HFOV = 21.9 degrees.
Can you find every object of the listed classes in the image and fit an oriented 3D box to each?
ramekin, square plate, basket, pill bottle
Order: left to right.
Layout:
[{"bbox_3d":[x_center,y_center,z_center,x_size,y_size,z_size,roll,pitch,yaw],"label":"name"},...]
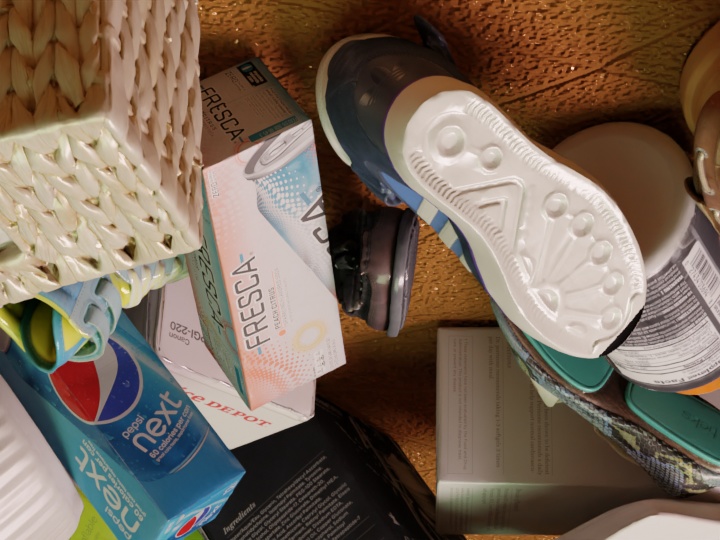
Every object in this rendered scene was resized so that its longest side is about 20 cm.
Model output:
[{"bbox_3d":[-0.258,0.113,1.150,0.105,0.200,0.201,-35,157,-15],"label":"ramekin"},{"bbox_3d":[-0.144,-0.103,0.806,0.122,0.202,0.136,-11,152,11],"label":"basket"},{"bbox_3d":[0.175,0.198,1.256,0.199,0.029,0.198,11,144,-46],"label":"square plate"},{"bbox_3d":[0.172,0.005,1.092,0.105,0.107,0.200,-10,151,22],"label":"pill bottle"}]

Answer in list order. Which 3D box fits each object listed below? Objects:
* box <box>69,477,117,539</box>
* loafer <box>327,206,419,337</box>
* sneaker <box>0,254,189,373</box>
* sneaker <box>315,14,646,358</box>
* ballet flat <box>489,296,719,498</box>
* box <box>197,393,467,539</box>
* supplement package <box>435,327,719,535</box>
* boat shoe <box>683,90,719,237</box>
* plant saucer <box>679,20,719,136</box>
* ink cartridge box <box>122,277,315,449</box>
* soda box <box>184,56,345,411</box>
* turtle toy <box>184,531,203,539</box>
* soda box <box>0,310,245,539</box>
[{"bbox_3d":[-0.242,0.179,1.379,0.048,0.199,0.123,-23,145,-58],"label":"box"},{"bbox_3d":[0.000,0.000,1.084,0.062,0.073,0.200,8,177,1],"label":"loafer"},{"bbox_3d":[-0.137,0.007,1.088,0.199,0.132,0.079,14,150,-25],"label":"sneaker"},{"bbox_3d":[0.056,-0.048,0.979,0.081,0.146,0.200,-47,122,-1],"label":"sneaker"},{"bbox_3d":[0.154,0.078,1.197,0.200,0.074,0.074,40,150,4],"label":"ballet flat"},{"bbox_3d":[-0.005,0.208,1.349,0.124,0.197,0.200,-43,149,6],"label":"box"},{"bbox_3d":[0.151,0.114,1.294,0.198,0.118,0.118,1,154,3],"label":"supplement package"},{"bbox_3d":[0.208,-0.047,0.962,0.071,0.076,0.200,30,170,19],"label":"boat shoe"},{"bbox_3d":[0.269,-0.089,0.978,0.198,0.038,0.201,2,154,1],"label":"plant saucer"},{"bbox_3d":[-0.146,0.069,1.261,0.145,0.086,0.199,25,147,-38],"label":"ink cartridge box"},{"bbox_3d":[-0.059,-0.016,1.033,0.068,0.064,0.201,-26,141,-17],"label":"soda box"},{"bbox_3d":[-0.146,0.193,1.466,0.199,0.147,0.101,-2,-179,-31],"label":"turtle toy"},{"bbox_3d":[-0.160,0.072,1.120,0.064,0.200,0.068,-30,164,-36],"label":"soda box"}]
